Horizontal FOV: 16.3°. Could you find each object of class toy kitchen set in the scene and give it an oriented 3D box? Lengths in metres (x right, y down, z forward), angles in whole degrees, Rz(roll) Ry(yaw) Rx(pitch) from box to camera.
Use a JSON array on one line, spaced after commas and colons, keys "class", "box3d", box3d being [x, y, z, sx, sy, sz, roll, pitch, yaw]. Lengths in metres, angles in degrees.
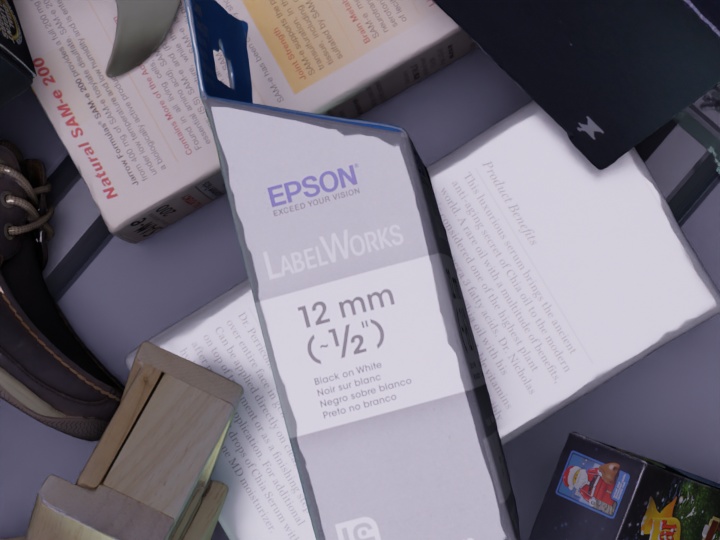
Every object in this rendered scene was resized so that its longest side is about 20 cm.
[{"class": "toy kitchen set", "box3d": [-0.164, 0.120, 0.866, 0.180, 0.200, 0.164, 25, 47, 2]}]

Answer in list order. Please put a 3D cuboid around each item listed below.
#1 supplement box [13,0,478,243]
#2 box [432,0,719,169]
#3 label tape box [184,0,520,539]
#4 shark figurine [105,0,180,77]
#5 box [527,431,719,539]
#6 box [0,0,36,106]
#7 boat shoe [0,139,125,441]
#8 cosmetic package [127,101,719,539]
[{"class": "supplement box", "box3d": [-0.036, -0.114, 0.958, 0.199, 0.074, 0.127, -29, 86, 1]}, {"class": "box", "box3d": [0.109, -0.161, 0.887, 0.148, 0.104, 0.200, 43, 60, -5]}, {"class": "label tape box", "box3d": [0.000, 0.000, 0.832, 0.066, 0.143, 0.201, -13, 87, 3]}, {"class": "shark figurine", "box3d": [-0.123, -0.149, 0.880, 0.090, 0.214, 0.129, 54, 126, 42]}, {"class": "box", "box3d": [0.092, 0.170, 0.917, 0.038, 0.136, 0.201, 21, 90, 42]}, {"class": "box", "box3d": [-0.228, -0.085, 0.928, 0.199, 0.049, 0.162, -32, 56, 13]}, {"class": "boat shoe", "box3d": [-0.155, -0.020, 0.963, 0.073, 0.074, 0.200, -45, 88, 2]}, {"class": "cosmetic package", "box3d": [0.025, 0.023, 0.945, 0.199, 0.071, 0.102, -31, 87, 3]}]
